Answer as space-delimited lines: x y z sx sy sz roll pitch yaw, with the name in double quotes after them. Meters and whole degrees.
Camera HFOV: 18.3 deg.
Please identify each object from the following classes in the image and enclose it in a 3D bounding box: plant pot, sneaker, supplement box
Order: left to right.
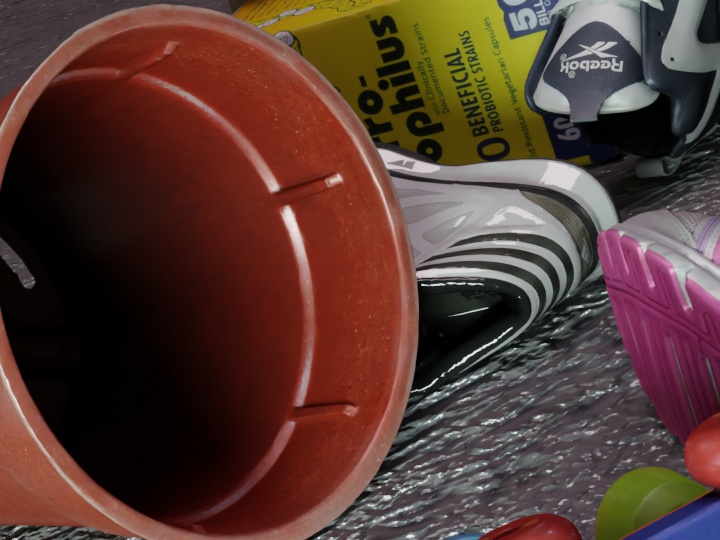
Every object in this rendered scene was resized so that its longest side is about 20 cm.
-0.115 0.018 0.869 0.195 0.201 0.201 -14 18 47 "plant pot"
0.000 0.000 0.948 0.200 0.076 0.115 -3 23 37 "sneaker"
0.032 -0.102 1.151 0.200 0.109 0.110 -14 19 22 "supplement box"
0.115 -0.130 1.019 0.079 0.199 0.130 0 38 33 "sneaker"
0.158 0.018 0.735 0.088 0.081 0.200 -28 28 -25 "sneaker"

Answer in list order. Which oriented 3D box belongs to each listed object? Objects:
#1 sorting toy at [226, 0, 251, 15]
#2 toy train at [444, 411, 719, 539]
0.015 -0.189 1.264 0.199 0.200 0.070 -22 51 -3 "sorting toy"
0.107 0.075 0.629 0.200 0.085 0.116 -26 5 -15 "toy train"
